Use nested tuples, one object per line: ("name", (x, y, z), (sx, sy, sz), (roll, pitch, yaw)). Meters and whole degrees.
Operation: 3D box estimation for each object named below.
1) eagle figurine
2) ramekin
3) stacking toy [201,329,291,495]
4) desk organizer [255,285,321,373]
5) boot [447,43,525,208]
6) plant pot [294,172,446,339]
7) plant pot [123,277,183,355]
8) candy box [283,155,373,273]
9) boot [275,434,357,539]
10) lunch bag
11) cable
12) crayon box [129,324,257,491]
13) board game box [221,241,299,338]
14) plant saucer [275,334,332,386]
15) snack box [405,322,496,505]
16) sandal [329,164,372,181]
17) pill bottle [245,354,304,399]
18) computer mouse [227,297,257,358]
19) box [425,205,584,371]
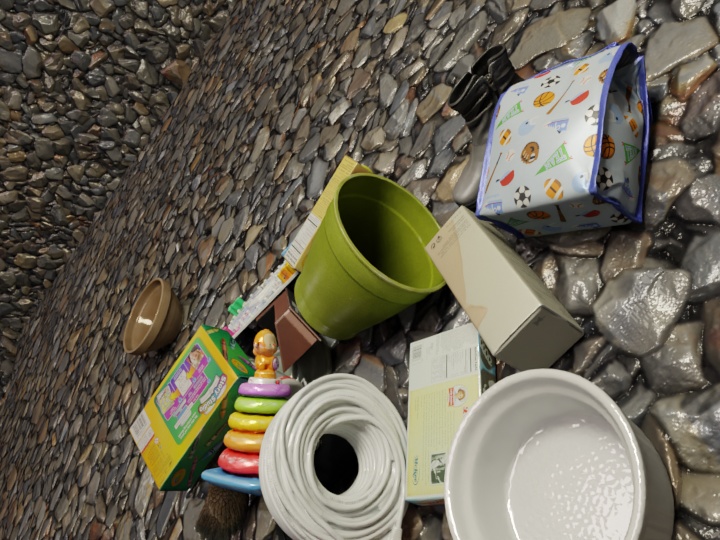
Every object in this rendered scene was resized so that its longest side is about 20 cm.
("eagle figurine", (-0.238, 0.317, 0.951), (0.152, 0.150, 0.200), (-57, 36, 7))
("ramekin", (0.183, 0.204, 0.538), (0.199, 0.097, 0.204), (-32, 44, 37))
("stacking toy", (-0.127, 0.179, 0.758), (0.108, 0.116, 0.204), (-2, 79, 30))
("desk organizer", (-0.124, 0.088, 0.958), (0.077, 0.072, 0.200), (-43, 14, 0))
("boot", (0.161, -0.198, 0.811), (0.202, 0.131, 0.070), (-59, 36, 3))
("plant pot", (0.000, 0.000, 0.853), (0.193, 0.198, 0.203), (-47, 35, 39))
("plant pot", (-0.520, 0.130, 1.492), (0.199, 0.092, 0.204), (-31, 44, 35))
("candy box", (-0.027, -0.073, 0.980), (0.202, 0.116, 0.056), (-58, 35, 7))
("boot", (-0.046, 0.283, 0.794), (0.169, 0.076, 0.201), (-53, 29, 19))
("lunch bag", (0.242, -0.152, 0.687), (0.168, 0.122, 0.204), (-8, 69, 50))
("cable", (-0.024, 0.233, 0.703), (0.069, 0.199, 0.202), (-41, 17, 53))
("crayon box", (-0.237, 0.196, 0.832), (0.119, 0.058, 0.201), (41, 98, 36))
("board game box", (-0.187, 0.039, 1.087), (0.200, 0.026, 0.200), (-45, 14, 6))
("plant saucer", (-0.129, 0.193, 0.987), (0.199, 0.050, 0.203), (-31, 45, 37))
("snack box", (0.110, 0.173, 0.705), (0.115, 0.037, 0.203), (-25, 49, 41))
("sandal", (-0.051, -0.108, 1.078), (0.201, 0.079, 0.087), (-54, 31, -3))
("pill bottle", (-0.185, 0.193, 0.906), (0.198, 0.114, 0.116), (17, 79, 37))
("computer mouse", (-0.211, 0.129, 1.148), (0.199, 0.046, 0.142), (13, 65, 55))
("box", (0.164, 0.020, 0.693), (0.078, 0.094, 0.201), (-48, 36, 19))
